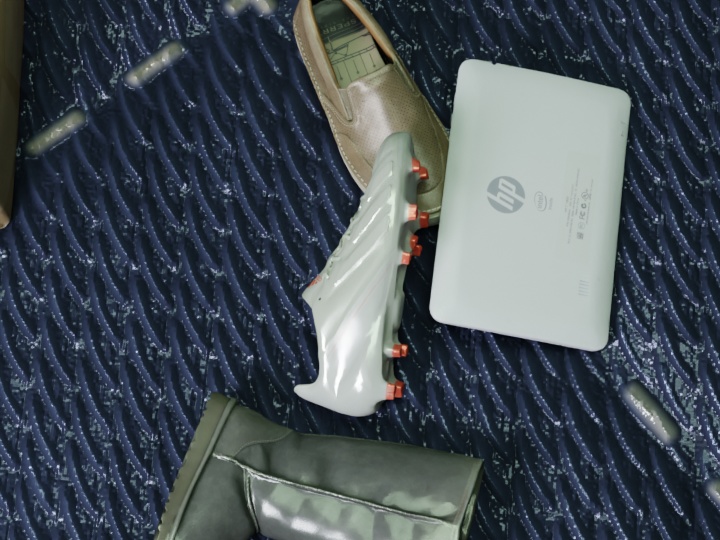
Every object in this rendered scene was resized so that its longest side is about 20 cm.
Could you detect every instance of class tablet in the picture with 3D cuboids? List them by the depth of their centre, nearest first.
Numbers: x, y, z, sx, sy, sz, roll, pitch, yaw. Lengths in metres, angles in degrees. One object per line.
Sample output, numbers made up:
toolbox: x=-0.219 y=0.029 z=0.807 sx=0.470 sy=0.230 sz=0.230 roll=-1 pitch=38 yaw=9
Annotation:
tablet: x=0.122 y=-0.048 z=1.683 sx=0.130 sy=0.014 sz=0.200 roll=11 pitch=70 yaw=-9

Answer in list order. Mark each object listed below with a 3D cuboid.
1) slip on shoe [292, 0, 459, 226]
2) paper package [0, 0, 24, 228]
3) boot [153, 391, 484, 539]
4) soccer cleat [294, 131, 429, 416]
slip on shoe: x=0.011 y=-0.124 z=1.705 sx=0.076 sy=0.061 sz=0.200 roll=-23 pitch=71 yaw=-6
paper package: x=-0.343 y=-0.136 z=1.705 sx=0.190 sy=0.103 sz=0.200 roll=-2 pitch=71 yaw=4
boot: x=-0.032 y=0.181 z=1.600 sx=0.200 sy=0.073 sz=0.182 roll=20 pitch=74 yaw=2
soccer cleat: x=0.000 y=0.000 z=1.644 sx=0.077 sy=0.069 sz=0.200 roll=7 pitch=86 yaw=11
